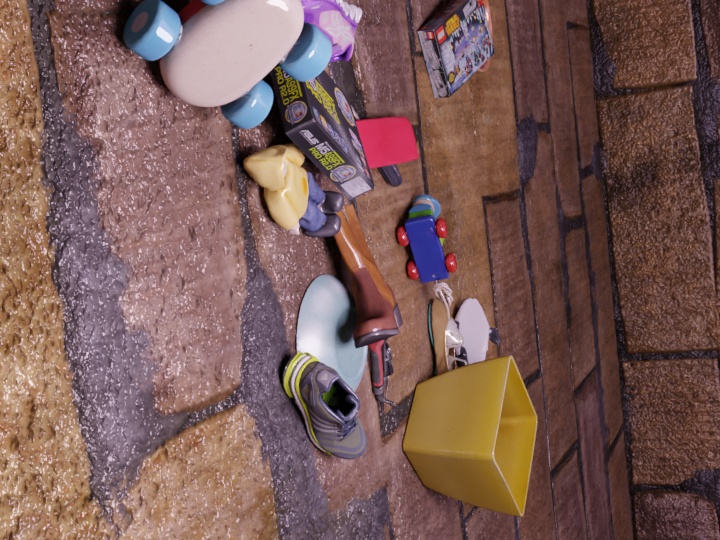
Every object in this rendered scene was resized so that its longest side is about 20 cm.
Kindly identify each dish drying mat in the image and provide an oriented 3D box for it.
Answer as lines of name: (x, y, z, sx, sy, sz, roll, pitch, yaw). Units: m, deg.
dish drying mat: (0.034, -0.204, 1.652, 0.200, 0.018, 0.077, -19, 98, -58)

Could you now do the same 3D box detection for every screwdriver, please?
screwdriver: (0.017, -0.200, 1.661, 0.029, 0.028, 0.200, -54, 136, -12)

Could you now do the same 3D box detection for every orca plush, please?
orca plush: (0.213, 0.157, 1.980, 0.071, 0.105, 0.201, 118, -43, -58)

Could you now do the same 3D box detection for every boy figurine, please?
boy figurine: (-0.088, -0.115, 1.363, 0.200, 0.064, 0.125, 45, 50, -60)

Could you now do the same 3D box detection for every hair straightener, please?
hair straightener: (0.039, 0.119, 1.637, 0.077, 0.041, 0.201, -38, 121, -61)

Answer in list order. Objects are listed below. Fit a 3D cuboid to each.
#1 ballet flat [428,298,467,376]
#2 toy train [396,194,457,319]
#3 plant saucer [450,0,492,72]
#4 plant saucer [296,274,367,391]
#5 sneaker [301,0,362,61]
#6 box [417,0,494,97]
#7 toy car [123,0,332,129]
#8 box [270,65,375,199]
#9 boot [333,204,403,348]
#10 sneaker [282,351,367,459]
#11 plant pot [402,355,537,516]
ballet flat: (0.163, 0.150, 1.882, 0.069, 0.063, 0.201, -4, 90, -66)
toy train: (0.128, -0.027, 1.820, 0.116, 0.084, 0.201, -80, 156, -57)
plant saucer: (0.227, -0.509, 2.141, 0.200, 0.037, 0.201, -2, 90, -66)
plant saucer: (-0.029, 0.105, 1.490, 0.201, 0.039, 0.202, -4, 90, -66)
sneaker: (-0.056, -0.338, 1.450, 0.200, 0.080, 0.089, -3, 97, -67)
box: (0.186, -0.437, 1.988, 0.200, 0.040, 0.137, -48, 131, -41)
toy car: (-0.159, -0.300, 1.170, 0.184, 0.177, 0.201, 33, 28, -45)
box: (-0.054, -0.209, 1.406, 0.200, 0.044, 0.161, 43, 28, -57)
boot: (0.000, 0.000, 1.466, 0.201, 0.068, 0.188, 69, 19, -3)
sneaker: (-0.034, 0.194, 1.398, 0.074, 0.081, 0.200, -51, 134, -22)
plant pot: (0.184, 0.281, 1.774, 0.200, 0.176, 0.201, 62, 35, -43)
